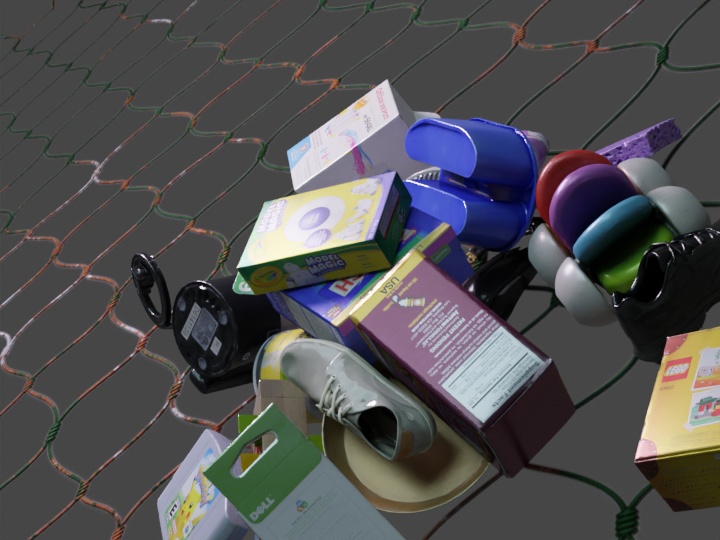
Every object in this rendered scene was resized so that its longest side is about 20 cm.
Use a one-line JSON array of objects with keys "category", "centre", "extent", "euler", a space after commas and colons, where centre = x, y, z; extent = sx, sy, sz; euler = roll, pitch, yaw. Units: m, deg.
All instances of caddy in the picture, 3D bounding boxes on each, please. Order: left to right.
[{"category": "caddy", "centre": [0.126, -0.099, 1.737], "extent": [0.200, 0.105, 0.142], "euler": [28, 112, 59]}]

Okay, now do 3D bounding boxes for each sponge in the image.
[{"category": "sponge", "centre": [0.264, -0.116, 1.765], "extent": [0.199, 0.030, 0.111], "euler": [-24, 3, 31]}]

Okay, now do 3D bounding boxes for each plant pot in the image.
[{"category": "plant pot", "centre": [0.057, 0.161, 1.604], "extent": [0.199, 0.028, 0.201], "euler": [-9, 61, 16]}]

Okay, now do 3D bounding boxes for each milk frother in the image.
[{"category": "milk frother", "centre": [-0.161, 0.033, 1.909], "extent": [0.188, 0.201, 0.180], "euler": [-14, -21, -46]}]

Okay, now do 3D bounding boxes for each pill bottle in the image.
[{"category": "pill bottle", "centre": [-0.022, 0.116, 1.757], "extent": [0.199, 0.112, 0.112], "euler": [-10, 40, 45]}]

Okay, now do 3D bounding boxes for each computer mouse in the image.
[{"category": "computer mouse", "centre": [0.147, -0.002, 1.784], "extent": [0.200, 0.046, 0.140], "euler": [-50, 29, -16]}]

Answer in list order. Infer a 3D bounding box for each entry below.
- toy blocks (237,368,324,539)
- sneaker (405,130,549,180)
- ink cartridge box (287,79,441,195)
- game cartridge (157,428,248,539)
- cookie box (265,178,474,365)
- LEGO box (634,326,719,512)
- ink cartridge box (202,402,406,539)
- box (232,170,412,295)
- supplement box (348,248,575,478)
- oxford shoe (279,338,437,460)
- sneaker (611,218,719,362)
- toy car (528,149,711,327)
[{"category": "toy blocks", "centre": [-0.090, 0.221, 1.688], "extent": [0.099, 0.137, 0.201], "euler": [2, 47, -10]}, {"category": "sneaker", "centre": [0.147, -0.119, 1.925], "extent": [0.200, 0.073, 0.114], "euler": [-16, 15, 27]}, {"category": "ink cartridge box", "centre": [0.020, -0.150, 2.073], "extent": [0.200, 0.125, 0.129], "euler": [-36, 28, 12]}, {"category": "game cartridge", "centre": [-0.181, 0.273, 1.776], "extent": [0.134, 0.040, 0.200], "euler": [-52, 26, 12]}, {"category": "cookie box", "centre": [0.000, 0.000, 1.697], "extent": [0.171, 0.075, 0.200], "euler": [-41, 35, -14]}, {"category": "LEGO box", "centre": [0.351, 0.117, 1.322], "extent": [0.199, 0.077, 0.149], "euler": [-16, 37, 40]}, {"category": "ink cartridge box", "centre": [-0.052, 0.242, 1.536], "extent": [0.104, 0.200, 0.059], "euler": [-44, -13, -6]}, {"category": "box", "centre": [-0.050, -0.038, 1.676], "extent": [0.199, 0.048, 0.118], "euler": [-14, 37, 28]}, {"category": "supplement box", "centre": [0.102, 0.092, 1.532], "extent": [0.103, 0.131, 0.200], "euler": [-44, 58, -8]}, {"category": "oxford shoe", "centre": [-0.012, 0.131, 1.583], "extent": [0.200, 0.075, 0.058], "euler": [31, 36, 29]}, {"category": "sneaker", "centre": [0.328, -0.004, 1.512], "extent": [0.200, 0.091, 0.076], "euler": [-46, 26, -12]}, {"category": "toy car", "centre": [0.254, -0.054, 1.613], "extent": [0.175, 0.150, 0.200], "euler": [-38, 28, 6]}]
